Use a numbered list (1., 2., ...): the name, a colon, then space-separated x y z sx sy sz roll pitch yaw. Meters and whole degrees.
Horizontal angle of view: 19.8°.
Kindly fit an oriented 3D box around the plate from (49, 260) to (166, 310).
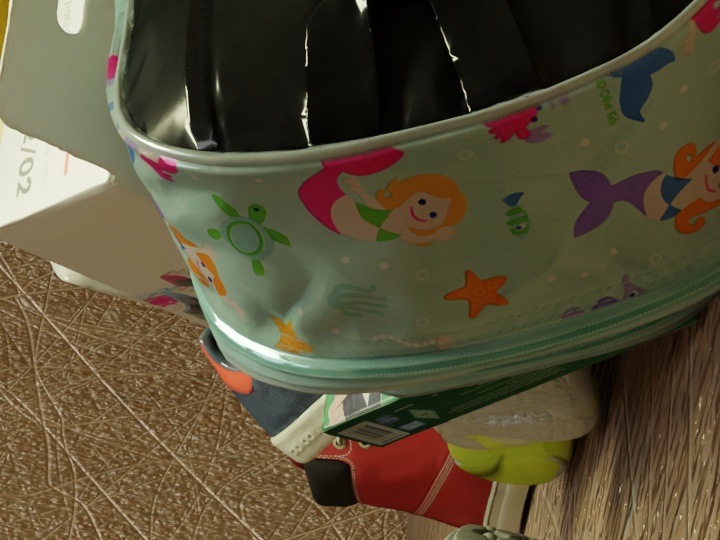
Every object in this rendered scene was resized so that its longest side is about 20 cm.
1. plate: -0.058 0.003 1.029 0.200 0.199 0.032 -145 72 -75

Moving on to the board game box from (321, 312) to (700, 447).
1. board game box: 0.051 -0.024 0.721 0.200 0.029 0.135 -28 50 57

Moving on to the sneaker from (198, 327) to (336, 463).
1. sneaker: 0.000 0.000 0.862 0.200 0.084 0.075 -45 3 35

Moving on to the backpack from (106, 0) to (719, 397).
1. backpack: 0.026 -0.056 0.530 0.200 0.177 0.151 -91 -16 -56

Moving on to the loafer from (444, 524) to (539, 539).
1. loafer: 0.054 0.139 0.701 0.200 0.070 0.070 -85 10 -81

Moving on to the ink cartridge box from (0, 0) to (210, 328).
1. ink cartridge box: -0.047 -0.051 0.660 0.068 0.200 0.116 -18 57 42

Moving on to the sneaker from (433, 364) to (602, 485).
1. sneaker: 0.066 0.025 0.889 0.200 0.075 0.106 93 -175 -73

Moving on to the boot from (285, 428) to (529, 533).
1. boot: 0.028 0.069 1.114 0.201 0.143 0.073 98 -179 -48

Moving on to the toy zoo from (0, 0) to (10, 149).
1. toy zoo: -0.070 -0.083 0.711 0.020 0.199 0.132 -15 76 44
